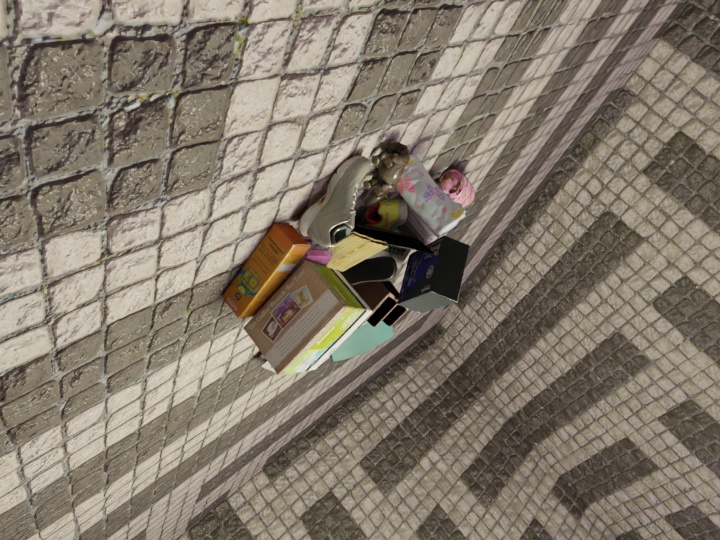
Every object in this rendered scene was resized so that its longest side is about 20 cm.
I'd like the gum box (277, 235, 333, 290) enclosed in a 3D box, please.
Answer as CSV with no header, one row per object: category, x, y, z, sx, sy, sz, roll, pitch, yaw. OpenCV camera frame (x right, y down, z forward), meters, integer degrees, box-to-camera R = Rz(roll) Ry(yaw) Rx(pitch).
gum box,-0.157,0.011,1.156,0.201,0.066,0.113,-50,162,17

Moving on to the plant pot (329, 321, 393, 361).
plant pot,-0.027,0.158,1.536,0.198,0.141,0.143,-30,139,-20

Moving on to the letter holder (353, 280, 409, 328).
letter holder,0.016,0.070,1.443,0.142,0.201,0.100,-46,134,9

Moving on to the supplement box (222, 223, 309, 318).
supplement box,-0.191,0.003,1.058,0.201,0.067,0.069,-52,162,20

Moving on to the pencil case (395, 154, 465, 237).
pencil case,0.153,-0.173,1.231,0.091,0.200,0.083,-46,171,29

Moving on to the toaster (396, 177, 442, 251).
toaster,0.174,-0.147,1.434,0.199,0.130,0.114,-37,180,-24

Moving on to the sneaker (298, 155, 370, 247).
sneaker,-0.031,-0.131,1.054,0.201,0.092,0.076,-53,163,0

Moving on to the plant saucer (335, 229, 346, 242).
plant saucer,-0.064,-0.078,1.190,0.201,0.069,0.019,89,8,-68

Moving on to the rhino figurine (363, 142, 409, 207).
rhino figurine,0.053,-0.201,1.169,0.087,0.060,0.201,-36,163,-32

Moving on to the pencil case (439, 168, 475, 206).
pencil case,0.296,-0.246,1.604,0.087,0.083,0.199,-49,164,14

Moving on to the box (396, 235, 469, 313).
box,0.173,0.015,1.285,0.200,0.078,0.144,147,-41,-67

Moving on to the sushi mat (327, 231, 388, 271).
sushi mat,-0.031,-0.040,1.210,0.094,0.012,0.199,17,155,-29

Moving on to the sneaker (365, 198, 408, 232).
sneaker,0.049,-0.128,1.336,0.089,0.080,0.200,2,157,-17

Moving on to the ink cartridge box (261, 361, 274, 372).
ink cartridge box,-0.207,0.208,1.552,0.199,0.050,0.161,-40,163,-7

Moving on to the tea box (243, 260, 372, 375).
tea box,-0.108,0.105,1.140,0.200,0.134,0.196,-46,161,10

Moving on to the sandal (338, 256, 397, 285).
sandal,0.001,0.001,1.315,0.048,0.197,0.077,7,86,-65

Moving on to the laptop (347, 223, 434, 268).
laptop,0.051,-0.040,1.288,0.184,0.117,0.201,10,140,-15
